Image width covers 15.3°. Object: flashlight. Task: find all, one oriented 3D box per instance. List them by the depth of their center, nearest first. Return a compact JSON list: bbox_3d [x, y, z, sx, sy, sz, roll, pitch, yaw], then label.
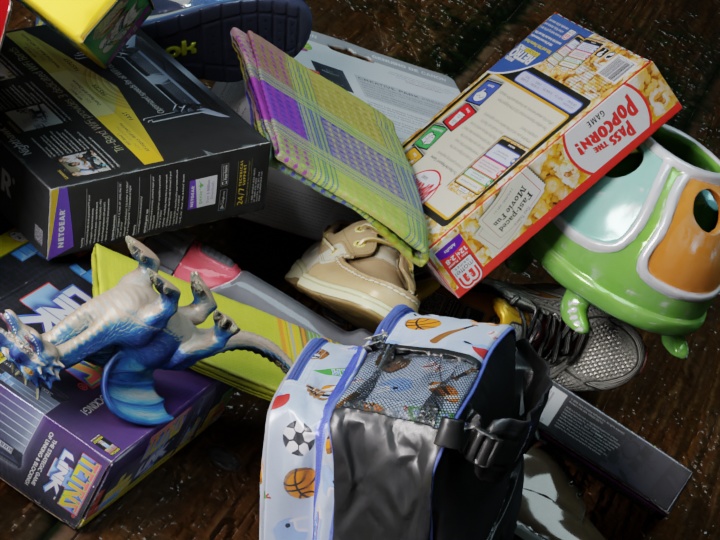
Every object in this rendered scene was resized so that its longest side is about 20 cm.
[{"bbox_3d":[-0.063,0.043,1.713,0.200,0.068,0.068,33,60,-3],"label":"flashlight"}]

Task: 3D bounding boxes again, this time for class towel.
[{"bbox_3d":[-0.073,0.047,1.618,0.200,0.018,0.086,23,27,-21],"label":"towel"},{"bbox_3d":[-0.021,-0.086,1.781,0.143,0.023,0.200,32,20,-25],"label":"towel"}]

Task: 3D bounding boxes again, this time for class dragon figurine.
[{"bbox_3d":[-0.123,0.047,1.513,0.200,0.099,0.059,30,16,-49],"label":"dragon figurine"}]

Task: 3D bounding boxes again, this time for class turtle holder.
[{"bbox_3d":[0.188,-0.038,1.856,0.141,0.132,0.186,21,21,-14],"label":"turtle holder"}]

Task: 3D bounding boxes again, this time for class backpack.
[{"bbox_3d":[0.027,0.115,1.525,0.154,0.200,0.191,18,31,17],"label":"backpack"}]

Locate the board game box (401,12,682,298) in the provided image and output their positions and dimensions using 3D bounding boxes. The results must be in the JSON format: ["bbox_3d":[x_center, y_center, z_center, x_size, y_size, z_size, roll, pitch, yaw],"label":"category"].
[{"bbox_3d":[0.101,-0.082,1.826,0.046,0.200,0.151,53,-5,-27],"label":"board game box"}]

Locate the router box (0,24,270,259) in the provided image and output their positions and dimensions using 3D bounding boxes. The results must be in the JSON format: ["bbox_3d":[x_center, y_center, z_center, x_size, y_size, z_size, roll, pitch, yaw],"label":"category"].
[{"bbox_3d":[-0.175,-0.090,1.696,0.157,0.052,0.200,-14,37,-31],"label":"router box"}]

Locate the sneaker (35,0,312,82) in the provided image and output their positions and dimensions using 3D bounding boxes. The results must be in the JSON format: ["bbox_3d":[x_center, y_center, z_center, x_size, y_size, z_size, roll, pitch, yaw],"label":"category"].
[{"bbox_3d":[-0.133,-0.177,1.870,0.200,0.074,0.082,-5,42,-15],"label":"sneaker"}]

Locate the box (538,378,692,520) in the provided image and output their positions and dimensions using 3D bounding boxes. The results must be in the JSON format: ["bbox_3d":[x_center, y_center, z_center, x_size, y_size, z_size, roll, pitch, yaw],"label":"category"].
[{"bbox_3d":[0.145,0.109,1.735,0.143,0.036,0.200,33,-4,7],"label":"box"}]

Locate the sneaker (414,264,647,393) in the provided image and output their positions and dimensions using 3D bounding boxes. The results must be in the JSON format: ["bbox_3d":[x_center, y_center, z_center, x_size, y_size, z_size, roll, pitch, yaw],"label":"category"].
[{"bbox_3d":[0.105,0.046,1.851,0.200,0.078,0.082,13,8,-14],"label":"sneaker"}]

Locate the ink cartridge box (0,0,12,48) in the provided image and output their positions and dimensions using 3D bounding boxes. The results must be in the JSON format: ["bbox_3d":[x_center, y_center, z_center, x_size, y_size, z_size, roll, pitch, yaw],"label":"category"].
[{"bbox_3d":[-0.288,-0.105,1.561,0.084,0.176,0.200,15,10,-27],"label":"ink cartridge box"}]

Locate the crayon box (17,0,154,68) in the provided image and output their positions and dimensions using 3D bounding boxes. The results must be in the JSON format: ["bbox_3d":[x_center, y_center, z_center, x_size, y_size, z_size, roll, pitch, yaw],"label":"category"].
[{"bbox_3d":[-0.210,-0.202,1.611,0.172,0.058,0.200,38,-1,-2],"label":"crayon box"}]

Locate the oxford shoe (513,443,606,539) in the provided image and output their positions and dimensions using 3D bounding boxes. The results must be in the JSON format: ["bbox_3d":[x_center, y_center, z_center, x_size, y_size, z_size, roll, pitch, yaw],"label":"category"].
[{"bbox_3d":[0.118,0.150,1.651,0.200,0.073,0.085,32,68,-1],"label":"oxford shoe"}]

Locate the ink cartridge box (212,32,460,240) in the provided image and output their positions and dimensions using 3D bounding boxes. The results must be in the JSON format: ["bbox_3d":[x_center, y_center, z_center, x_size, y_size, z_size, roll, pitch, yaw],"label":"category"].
[{"bbox_3d":[-0.009,-0.094,1.977,0.200,0.084,0.176,17,29,-25],"label":"ink cartridge box"}]

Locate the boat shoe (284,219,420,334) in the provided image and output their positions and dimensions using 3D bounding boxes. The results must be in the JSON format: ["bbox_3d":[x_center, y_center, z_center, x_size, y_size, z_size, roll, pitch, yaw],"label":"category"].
[{"bbox_3d":[0.000,0.000,1.764,0.074,0.066,0.200,32,-2,-18],"label":"boat shoe"}]

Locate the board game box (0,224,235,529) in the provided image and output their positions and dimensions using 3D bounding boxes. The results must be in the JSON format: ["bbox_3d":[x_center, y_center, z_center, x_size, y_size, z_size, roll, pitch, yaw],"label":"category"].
[{"bbox_3d":[-0.178,0.054,1.577,0.165,0.057,0.200,32,25,9],"label":"board game box"}]
